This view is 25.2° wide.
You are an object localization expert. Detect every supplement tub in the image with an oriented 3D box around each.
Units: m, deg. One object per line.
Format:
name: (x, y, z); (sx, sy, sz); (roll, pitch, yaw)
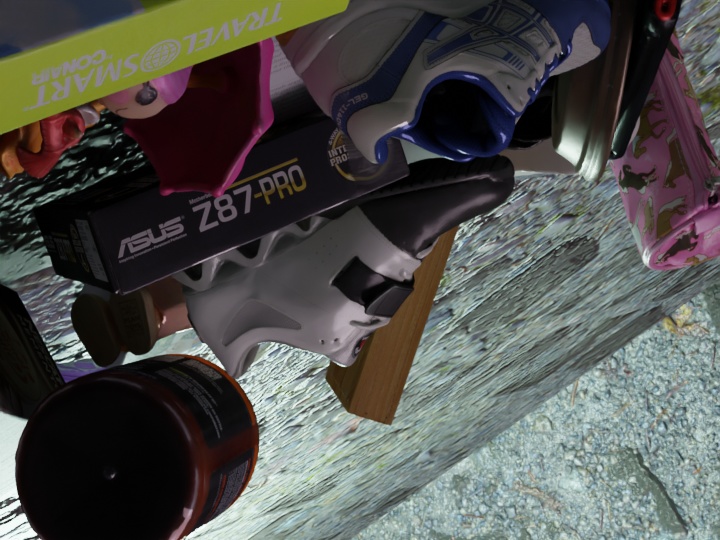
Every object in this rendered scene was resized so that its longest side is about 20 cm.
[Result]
supplement tub: (-0.118, 0.104, 0.929); (0.107, 0.107, 0.200); (-33, 176, 8)

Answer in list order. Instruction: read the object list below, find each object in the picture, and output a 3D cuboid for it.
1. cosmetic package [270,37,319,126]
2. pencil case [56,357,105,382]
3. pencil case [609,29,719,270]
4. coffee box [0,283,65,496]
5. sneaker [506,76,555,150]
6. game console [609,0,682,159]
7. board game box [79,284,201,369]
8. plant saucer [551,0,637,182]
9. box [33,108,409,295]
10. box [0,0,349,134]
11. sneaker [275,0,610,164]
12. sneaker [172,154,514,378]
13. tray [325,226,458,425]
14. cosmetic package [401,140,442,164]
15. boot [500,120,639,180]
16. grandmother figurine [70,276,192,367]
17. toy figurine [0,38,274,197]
cosmetic package: (-0.042, -0.139, 0.731); (0.101, 0.072, 0.200); (-24, 164, -30)
pencil case: (-0.229, 0.094, 1.125); (0.086, 0.084, 0.200); (-57, 164, 4)
pencil case: (0.211, -0.101, 1.143); (0.086, 0.202, 0.083); (-29, 151, 29)
coffee box: (-0.235, 0.058, 0.909); (0.079, 0.115, 0.200); (-31, 167, 1)
sneaker: (0.116, -0.131, 1.040); (0.199, 0.100, 0.071); (-18, 159, -47)
game console: (0.157, -0.174, 0.878); (0.031, 0.178, 0.200); (12, 164, 5)
board game box: (-0.082, -0.016, 1.088); (0.199, 0.065, 0.148); (-25, 164, -30)
plant saucer: (0.130, -0.150, 0.894); (0.029, 0.202, 0.200); (6, 164, 2)
box: (-0.081, -0.040, 0.857); (0.160, 0.050, 0.200); (-21, -172, -16)
box: (-0.109, -0.116, 0.553); (0.199, 0.122, 0.048); (-24, 156, -29)
sneaker: (0.052, -0.088, 0.739); (0.199, 0.089, 0.075); (-12, 155, -41)
sneaker: (0.000, 0.000, 0.857); (0.199, 0.089, 0.074); (-20, -173, 22)
tray: (0.028, -0.004, 1.110); (0.099, 0.037, 0.202); (-138, -113, -76)
cosmetic package: (0.029, -0.094, 0.934); (0.085, 0.108, 0.200); (-42, 173, -27)
boot: (0.131, -0.106, 1.156); (0.199, 0.073, 0.090); (-9, -168, 44)
grandmother figurine: (-0.069, 0.007, 0.972); (0.121, 0.061, 0.199); (-6, -173, 43)
toy figurine: (-0.121, -0.064, 0.626); (0.183, 0.151, 0.200); (-26, 168, -8)
